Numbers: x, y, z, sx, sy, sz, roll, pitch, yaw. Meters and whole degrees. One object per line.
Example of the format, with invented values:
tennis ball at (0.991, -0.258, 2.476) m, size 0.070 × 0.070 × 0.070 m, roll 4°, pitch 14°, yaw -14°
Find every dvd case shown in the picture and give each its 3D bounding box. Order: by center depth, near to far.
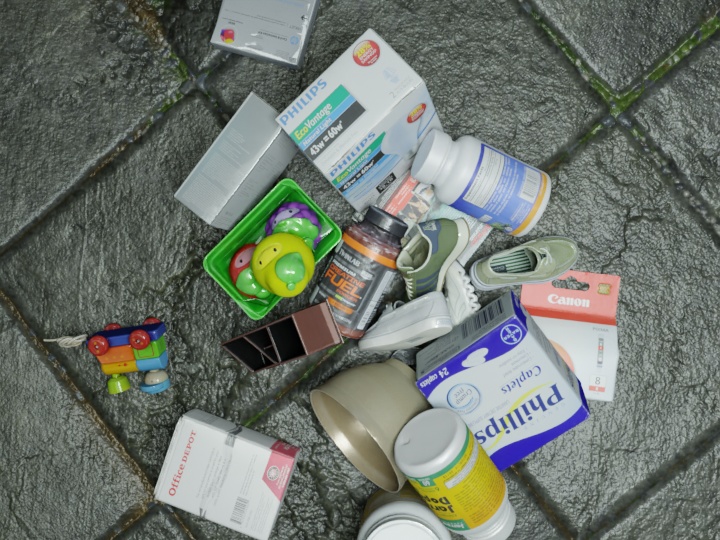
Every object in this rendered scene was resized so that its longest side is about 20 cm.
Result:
dvd case at (0.106, -0.086, 1.262) m, size 0.200 × 0.022 × 0.146 m, roll 37°, pitch 93°, yaw 5°

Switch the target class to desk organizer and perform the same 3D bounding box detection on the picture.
desk organizer at (-0.128, 0.113, 1.200) m, size 0.199 × 0.077 × 0.072 m, roll -24°, pitch 86°, yaw 43°

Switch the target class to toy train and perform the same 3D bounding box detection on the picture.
toy train at (-0.419, 0.154, 1.282) m, size 0.199 × 0.085 × 0.117 m, roll -9°, pitch 102°, yaw 5°

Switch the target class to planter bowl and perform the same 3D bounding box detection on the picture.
planter bowl at (0.036, 0.223, 1.195) m, size 0.135 × 0.200 × 0.200 m, roll -38°, pitch 86°, yaw -24°

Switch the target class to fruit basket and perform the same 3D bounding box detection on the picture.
fruit basket at (-0.133, -0.026, 1.194) m, size 0.216 × 0.216 × 0.156 m, roll -45°, pitch 86°, yaw 3°

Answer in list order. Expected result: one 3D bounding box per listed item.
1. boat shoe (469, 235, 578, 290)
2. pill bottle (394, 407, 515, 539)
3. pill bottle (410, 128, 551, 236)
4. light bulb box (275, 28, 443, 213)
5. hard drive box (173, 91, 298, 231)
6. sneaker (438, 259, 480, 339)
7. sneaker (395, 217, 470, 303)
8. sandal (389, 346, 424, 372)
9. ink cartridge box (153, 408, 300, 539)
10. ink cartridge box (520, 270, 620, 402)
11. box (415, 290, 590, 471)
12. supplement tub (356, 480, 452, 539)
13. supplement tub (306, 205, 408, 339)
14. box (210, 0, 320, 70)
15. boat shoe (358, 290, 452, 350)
boat shoe at (0.266, -0.011, 1.192) m, size 0.199 × 0.062 × 0.072 m, roll -16°, pitch 84°, yaw -22°
pill bottle at (0.141, 0.301, 1.091) m, size 0.112 × 0.113 × 0.200 m, roll -33°, pitch 116°, yaw 4°
pill bottle at (0.183, -0.140, 1.186) m, size 0.199 × 0.112 × 0.113 m, roll 23°, pitch 91°, yaw -12°
light bulb box at (0.007, -0.220, 1.172) m, size 0.198 × 0.200 × 0.125 m, roll -43°, pitch 71°, yaw 4°
hard drive box at (-0.186, -0.166, 1.222) m, size 0.077 × 0.156 × 0.200 m, roll 38°, pitch 92°, yaw 5°
sneaker at (0.155, 0.077, 1.221) m, size 0.081 × 0.075 × 0.201 m, roll -15°, pitch 94°, yaw 4°
sneaker at (0.088, -0.004, 1.188) m, size 0.089 × 0.067 × 0.201 m, roll 0°, pitch 134°, yaw -29°
sandal at (0.132, 0.197, 1.243) m, size 0.200 × 0.048 × 0.075 m, roll 42°, pitch 93°, yaw 3°
ink cartridge box at (-0.216, 0.331, 1.255) m, size 0.199 × 0.085 × 0.147 m, roll 20°, pitch 91°, yaw 3°
ink cartridge box at (0.332, 0.101, 1.226) m, size 0.161 × 0.050 × 0.201 m, roll 7°, pitch 93°, yaw 5°
box at (0.212, 0.170, 1.153) m, size 0.184 × 0.105 × 0.200 m, roll -36°, pitch 103°, yaw 16°
supplement tub at (0.068, 0.411, 1.170) m, size 0.144 × 0.200 × 0.147 m, roll 0°, pitch 89°, yaw 5°
supplement tub at (0.000, 0.000, 1.218) m, size 0.107 × 0.107 × 0.201 m, roll 28°, pitch 99°, yaw 5°
box at (-0.147, -0.453, 1.278) m, size 0.155 × 0.041 × 0.201 m, roll 16°, pitch 90°, yaw 5°
boat shoe at (0.063, 0.081, 1.199) m, size 0.072 × 0.200 × 0.069 m, roll 5°, pitch 70°, yaw -30°
